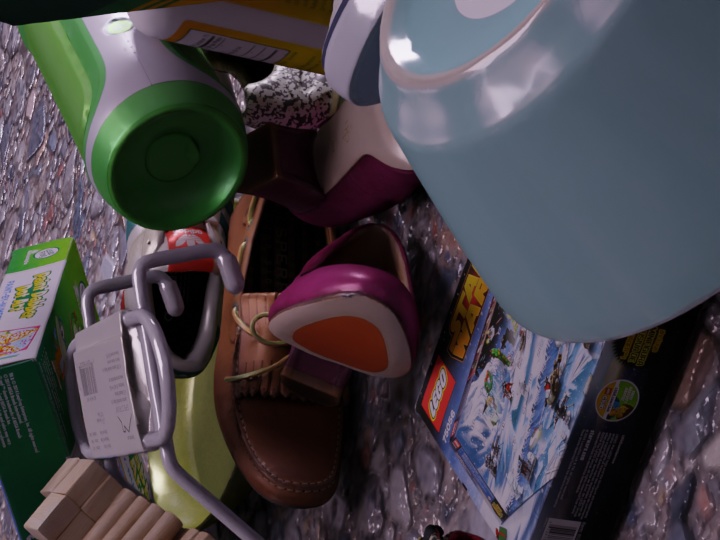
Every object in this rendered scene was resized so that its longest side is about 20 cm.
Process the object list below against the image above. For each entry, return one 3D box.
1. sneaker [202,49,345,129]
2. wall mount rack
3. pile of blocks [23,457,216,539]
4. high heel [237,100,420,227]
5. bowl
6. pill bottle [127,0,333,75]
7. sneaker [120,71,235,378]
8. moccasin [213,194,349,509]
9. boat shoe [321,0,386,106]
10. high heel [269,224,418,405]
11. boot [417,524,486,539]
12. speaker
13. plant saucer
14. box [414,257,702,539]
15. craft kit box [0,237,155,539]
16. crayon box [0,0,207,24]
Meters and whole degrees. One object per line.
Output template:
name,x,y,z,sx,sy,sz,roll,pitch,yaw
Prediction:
sneaker,-0.049,-0.129,1.239,0.200,0.088,0.077,-115,41,-56
wall mount rack,-0.087,0.081,1.092,0.200,0.074,0.175,161,99,-69
pile of blocks,-0.092,0.163,1.091,0.200,0.082,0.062,27,67,35
high heel,0.030,-0.067,1.099,0.199,0.096,0.068,-10,75,44
bowl,0.081,-0.085,0.793,0.201,0.105,0.201,-37,34,31
pill bottle,-0.045,-0.158,1.094,0.109,0.199,0.110,-170,90,-67
sneaker,-0.096,-0.035,1.241,0.093,0.070,0.201,-149,62,-71
moccasin,-0.034,0.030,1.168,0.078,0.073,0.202,117,161,-52
boat shoe,0.023,-0.167,0.872,0.086,0.074,0.203,41,120,27
high heel,0.000,0.000,1.027,0.200,0.067,0.097,139,154,-74
boot,0.024,0.183,0.957,0.203,0.073,0.155,24,99,67
speaker,-0.122,-0.103,1.153,0.200,0.088,0.089,58,134,50
plant saucer,-0.080,0.058,1.312,0.200,0.031,0.201,-170,90,-67
box,0.089,0.006,0.910,0.137,0.040,0.201,-123,48,-58
craft kit box,-0.163,0.107,1.259,0.198,0.048,0.201,-102,-3,-70
crayon box,-0.090,-0.181,0.962,0.199,0.051,0.126,-2,83,34
